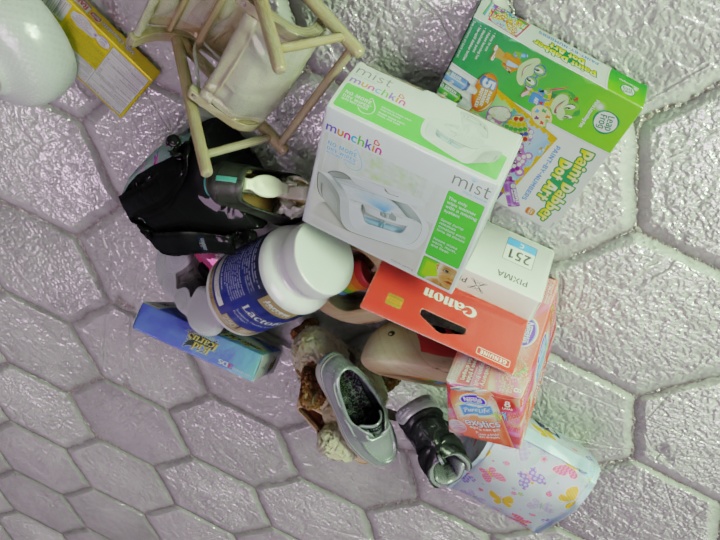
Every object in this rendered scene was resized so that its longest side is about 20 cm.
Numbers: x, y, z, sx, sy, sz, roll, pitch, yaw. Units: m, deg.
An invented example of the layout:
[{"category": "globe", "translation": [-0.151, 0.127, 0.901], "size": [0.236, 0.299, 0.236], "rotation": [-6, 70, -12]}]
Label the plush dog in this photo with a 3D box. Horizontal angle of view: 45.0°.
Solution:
[{"category": "plush dog", "translation": [-0.038, 0.156, 1.299], "size": [0.160, 0.201, 0.172], "rotation": [-37, 124, 11]}]

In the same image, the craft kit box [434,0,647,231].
[{"category": "craft kit box", "translation": [0.173, -0.161, 0.945], "size": [0.195, 0.049, 0.201], "rotation": [25, 139, -1]}]

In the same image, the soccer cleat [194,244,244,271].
[{"category": "soccer cleat", "translation": [-0.149, -0.010, 1.256], "size": [0.199, 0.070, 0.087], "rotation": [36, 120, -10]}]

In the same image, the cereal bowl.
[{"category": "cereal bowl", "translation": [-0.463, -0.285, 1.097], "size": [0.197, 0.084, 0.202], "rotation": [24, 147, 16]}]

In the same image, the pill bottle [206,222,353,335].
[{"category": "pill bottle", "translation": [-0.104, 0.008, 1.118], "size": [0.116, 0.117, 0.199], "rotation": [45, 141, -19]}]

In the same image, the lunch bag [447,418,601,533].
[{"category": "lunch bag", "translation": [0.245, 0.284, 1.288], "size": [0.168, 0.128, 0.201], "rotation": [26, 150, 2]}]

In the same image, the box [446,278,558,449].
[{"category": "box", "translation": [0.180, 0.104, 1.084], "size": [0.093, 0.201, 0.104], "rotation": [10, 135, 20]}]

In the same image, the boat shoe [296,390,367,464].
[{"category": "boat shoe", "translation": [-0.045, 0.269, 1.465], "size": [0.073, 0.070, 0.201], "rotation": [-17, 122, 38]}]

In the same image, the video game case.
[{"category": "video game case", "translation": [-0.229, 0.106, 1.342], "size": [0.197, 0.046, 0.181], "rotation": [23, 180, 4]}]

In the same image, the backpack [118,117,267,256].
[{"category": "backpack", "translation": [-0.218, -0.103, 1.145], "size": [0.198, 0.127, 0.168], "rotation": [-16, 112, 39]}]

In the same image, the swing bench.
[{"category": "swing bench", "translation": [-0.132, -0.248, 0.941], "size": [0.199, 0.129, 0.202], "rotation": [-41, 76, 48]}]

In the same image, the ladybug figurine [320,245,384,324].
[{"category": "ladybug figurine", "translation": [0.000, 0.000, 1.159], "size": [0.198, 0.072, 0.138], "rotation": [-10, 109, 43]}]

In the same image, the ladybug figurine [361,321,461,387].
[{"category": "ladybug figurine", "translation": [0.091, 0.115, 1.190], "size": [0.198, 0.073, 0.135], "rotation": [17, 166, -37]}]

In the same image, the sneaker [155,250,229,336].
[{"category": "sneaker", "translation": [-0.225, 0.027, 1.295], "size": [0.113, 0.201, 0.076], "rotation": [17, 118, -50]}]

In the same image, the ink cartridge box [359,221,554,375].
[{"category": "ink cartridge box", "translation": [0.120, 0.008, 1.038], "size": [0.197, 0.177, 0.045], "rotation": [23, 139, 4]}]

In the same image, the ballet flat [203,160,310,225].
[{"category": "ballet flat", "translation": [-0.103, -0.091, 1.063], "size": [0.067, 0.199, 0.069], "rotation": [3, 91, 34]}]

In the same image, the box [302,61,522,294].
[{"category": "box", "translation": [0.053, -0.102, 0.961], "size": [0.198, 0.097, 0.178], "rotation": [27, 139, 7]}]

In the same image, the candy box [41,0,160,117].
[{"category": "candy box", "translation": [-0.354, -0.293, 1.101], "size": [0.200, 0.027, 0.102], "rotation": [44, 140, -17]}]

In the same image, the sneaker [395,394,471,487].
[{"category": "sneaker", "translation": [0.112, 0.259, 1.265], "size": [0.075, 0.115, 0.200], "rotation": [-30, 153, 3]}]

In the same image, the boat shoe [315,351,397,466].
[{"category": "boat shoe", "translation": [0.004, 0.204, 1.207], "size": [0.071, 0.070, 0.203], "rotation": [27, 149, 61]}]
